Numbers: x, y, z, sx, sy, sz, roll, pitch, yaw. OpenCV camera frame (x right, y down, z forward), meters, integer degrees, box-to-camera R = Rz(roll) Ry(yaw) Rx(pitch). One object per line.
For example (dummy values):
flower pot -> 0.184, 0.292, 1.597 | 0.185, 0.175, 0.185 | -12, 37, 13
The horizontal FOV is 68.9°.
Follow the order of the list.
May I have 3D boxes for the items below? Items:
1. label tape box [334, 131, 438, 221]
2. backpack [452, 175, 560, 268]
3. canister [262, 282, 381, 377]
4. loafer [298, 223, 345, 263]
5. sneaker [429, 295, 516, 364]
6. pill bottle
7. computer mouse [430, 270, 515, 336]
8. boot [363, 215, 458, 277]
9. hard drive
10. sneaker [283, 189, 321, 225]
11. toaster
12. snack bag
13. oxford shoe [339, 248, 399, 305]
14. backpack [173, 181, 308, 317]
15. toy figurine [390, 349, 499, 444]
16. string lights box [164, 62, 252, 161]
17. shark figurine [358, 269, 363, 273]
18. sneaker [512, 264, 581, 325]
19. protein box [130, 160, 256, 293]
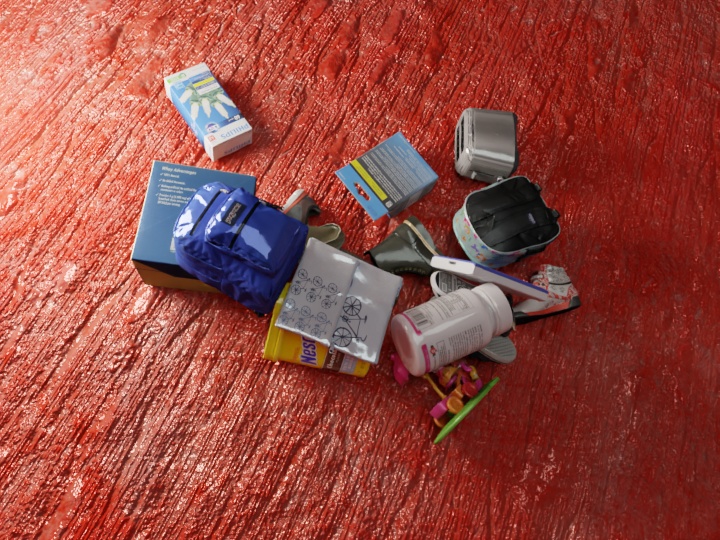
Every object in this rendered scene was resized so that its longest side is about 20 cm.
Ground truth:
label tape box -> 0.055, -0.200, 1.179 | 0.199, 0.063, 0.145 | -35, 80, -22
backpack -> 0.303, -0.096, 1.142 | 0.198, 0.151, 0.179 | -18, 70, -25
canister -> -0.070, 0.114, 0.988 | 0.197, 0.087, 0.150 | 13, 110, -9
loafer -> -0.116, -0.058, 1.037 | 0.198, 0.070, 0.075 | -22, 39, -30
sneaker -> 0.216, 0.134, 1.066 | 0.199, 0.080, 0.078 | 34, 44, 14
pill bottle -> 0.164, 0.101, 0.943 | 0.198, 0.114, 0.114 | -20, 74, -15
computer mouse -> 0.221, 0.061, 1.056 | 0.198, 0.044, 0.110 | 23, 43, -10
boot -> 0.113, 0.003, 1.118 | 0.138, 0.078, 0.201 | -34, 76, -10
hard drive -> 0.254, 0.015, 1.036 | 0.198, 0.132, 0.026 | 18, 89, -29
sneaker -> -0.149, -0.081, 1.085 | 0.082, 0.077, 0.201 | 37, 67, -3
toaster -> 0.297, -0.304, 1.245 | 0.127, 0.114, 0.203 | 7, 69, -6
snack bag -> -0.031, 0.055, 0.937 | 0.198, 0.021, 0.190 | 24, 61, -8
oxford shoe -> 0.000, 0.000, 1.081 | 0.199, 0.075, 0.071 | 31, 67, 2
backpack -> -0.201, -0.056, 0.868 | 0.198, 0.168, 0.164 | 27, 58, 1
toy figurine -> 0.150, 0.200, 1.019 | 0.184, 0.151, 0.199 | 46, 45, 18
string lights box -> -0.335, -0.351, 1.158 | 0.102, 0.059, 0.201 | -32, 78, -23
shark figurine -> -0.085, 0.036, 1.064 | 0.211, 0.130, 0.090 | 3, 33, 15
sneaker -> 0.380, 0.050, 1.148 | 0.199, 0.067, 0.109 | -11, 70, -19
protein box -> -0.310, -0.077, 1.013 | 0.196, 0.135, 0.203 | 7, 68, -9
